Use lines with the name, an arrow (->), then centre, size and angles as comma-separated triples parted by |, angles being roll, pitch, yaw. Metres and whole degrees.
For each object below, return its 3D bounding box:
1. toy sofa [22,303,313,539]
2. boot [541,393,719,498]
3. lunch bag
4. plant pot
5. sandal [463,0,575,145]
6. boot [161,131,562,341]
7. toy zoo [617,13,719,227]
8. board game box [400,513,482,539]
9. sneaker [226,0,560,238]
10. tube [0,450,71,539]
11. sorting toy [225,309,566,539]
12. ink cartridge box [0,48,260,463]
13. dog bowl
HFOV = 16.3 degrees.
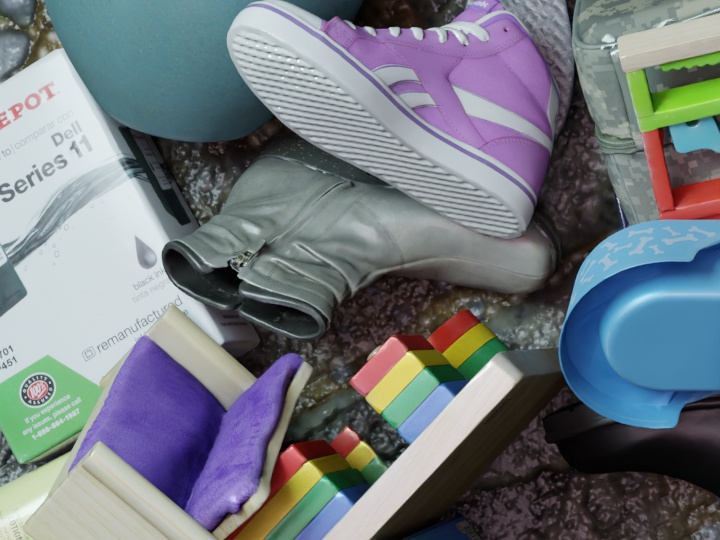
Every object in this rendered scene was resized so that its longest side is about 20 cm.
toy sofa -> -0.096, 0.087, 1.310 | 0.083, 0.200, 0.098 | 41, 110, -8
boot -> 0.209, 0.133, 1.370 | 0.210, 0.079, 0.158 | -7, 88, 13
lunch bag -> 0.220, -0.089, 1.342 | 0.199, 0.139, 0.168 | -15, 109, 12
plant pot -> -0.092, -0.151, 1.405 | 0.200, 0.200, 0.135 | 16, 115, 13
sandal -> 0.087, -0.145, 1.428 | 0.076, 0.043, 0.201 | 6, 86, 4
boot -> 0.000, 0.000, 1.393 | 0.200, 0.131, 0.068 | 17, 132, 18
toy zoo -> 0.215, -0.047, 1.282 | 0.131, 0.020, 0.200 | -12, 127, 10
board game box -> 0.065, 0.209, 1.342 | 0.045, 0.200, 0.152 | -40, 80, 10
sneaker -> 0.023, -0.112, 1.347 | 0.200, 0.073, 0.115 | 32, 66, -28
tube -> -0.156, 0.129, 1.436 | 0.200, 0.052, 0.058 | -24, 127, 6
sorting toy -> 0.013, 0.103, 1.356 | 0.070, 0.199, 0.200 | 44, 99, 11
ink cartridge box -> -0.173, -0.009, 1.463 | 0.146, 0.083, 0.200 | -31, 82, 11
dog bowl -> 0.200, 0.024, 1.294 | 0.199, 0.050, 0.112 | 0, 128, 0
